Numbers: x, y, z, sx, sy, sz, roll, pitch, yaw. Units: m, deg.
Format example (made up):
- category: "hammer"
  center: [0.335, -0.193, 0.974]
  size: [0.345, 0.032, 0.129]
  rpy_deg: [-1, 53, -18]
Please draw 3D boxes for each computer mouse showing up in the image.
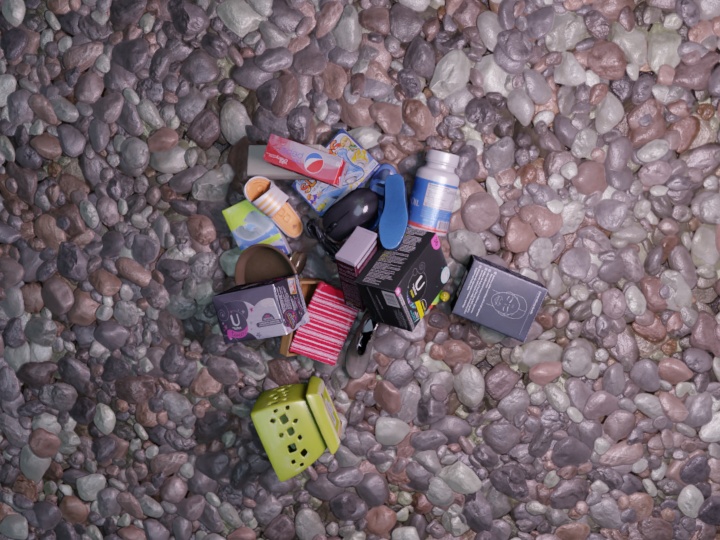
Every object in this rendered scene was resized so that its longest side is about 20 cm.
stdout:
- category: "computer mouse"
  center: [-0.039, -0.124, 1.631]
  size: [0.200, 0.053, 0.139]
  rpy_deg: [-42, 80, 17]

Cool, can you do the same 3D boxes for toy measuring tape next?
- category: "toy measuring tape"
  center: [0.133, 0.060, 1.707]
  size: [0.198, 0.074, 0.074]
  rpy_deg: [6, 99, 4]

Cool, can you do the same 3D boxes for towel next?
- category: "towel"
  center: [-0.086, 0.141, 1.721]
  size: [0.144, 0.022, 0.201]
  rpy_deg: [24, 92, -27]

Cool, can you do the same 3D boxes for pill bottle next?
- category: "pill bottle"
  center: [0.183, -0.195, 1.643]
  size: [0.111, 0.112, 0.202]
  rpy_deg: [14, 99, 3]

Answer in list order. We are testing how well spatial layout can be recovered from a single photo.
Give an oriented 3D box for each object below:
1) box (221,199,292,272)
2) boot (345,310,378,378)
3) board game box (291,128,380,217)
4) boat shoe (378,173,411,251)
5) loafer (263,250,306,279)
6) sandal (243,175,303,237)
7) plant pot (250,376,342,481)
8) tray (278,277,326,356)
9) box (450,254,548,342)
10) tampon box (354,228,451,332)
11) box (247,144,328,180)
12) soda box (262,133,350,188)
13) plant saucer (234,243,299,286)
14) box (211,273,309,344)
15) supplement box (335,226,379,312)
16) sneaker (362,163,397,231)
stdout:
- category: "box"
  center: [-0.268, -0.091, 1.735]
  size: [0.121, 0.048, 0.201]
  rpy_deg: [-25, 95, 7]
- category: "boot"
  center: [0.000, 0.201, 1.711]
  size: [0.067, 0.131, 0.202]
  rpy_deg: [18, 100, 3]
- category: "board game box"
  center: [-0.063, -0.244, 1.686]
  size: [0.135, 0.034, 0.200]
  rpy_deg: [45, 100, 10]
- category: "boat shoe"
  center: [0.092, -0.136, 1.604]
  size: [0.083, 0.069, 0.202]
  rpy_deg: [6, 69, 14]
- category: "loafer"
  center: [-0.215, 0.022, 1.729]
  size: [0.067, 0.076, 0.201]
  rpy_deg: [39, 106, 6]
- category: "sandal"
  center: [-0.205, -0.161, 1.671]
  size: [0.207, 0.059, 0.079]
  rpy_deg: [45, 73, -33]
- category: "plant pot"
  center: [-0.156, 0.401, 1.729]
  size: [0.180, 0.199, 0.202]
  rpy_deg: [-22, 96, 3]
- category: "tray"
  center: [-0.153, 0.121, 1.731]
  size: [0.037, 0.098, 0.202]
  rpy_deg: [18, 101, 38]
- category: "box"
  center: [0.348, 0.068, 1.668]
  size: [0.198, 0.107, 0.150]
  rpy_deg: [23, 100, 3]
- category: "tampon box"
  center: [0.108, 0.018, 1.603]
  size: [0.125, 0.200, 0.151]
  rpy_deg: [14, 143, 38]
- category: "box"
  center: [-0.183, -0.273, 1.666]
  size: [0.198, 0.068, 0.083]
  rpy_deg: [4, 89, 17]
- category: "soda box"
  center: [-0.131, -0.263, 1.581]
  size: [0.198, 0.063, 0.071]
  rpy_deg: [21, 94, 15]
- category: "plant saucer"
  center: [-0.236, 0.027, 1.686]
  size: [0.198, 0.029, 0.202]
  rpy_deg: [8, 107, 27]
- category: "box"
  center: [-0.248, 0.098, 1.629]
  size: [0.198, 0.115, 0.133]
  rpy_deg: [-11, 98, 30]
- category: "supplement box"
  center: [0.000, 0.000, 1.635]
  size: [0.060, 0.201, 0.109]
  rpy_deg: [22, 57, 24]
- category: "sneaker"
  center: [0.042, -0.175, 1.675]
  size: [0.073, 0.082, 0.202]
  rpy_deg: [21, 98, 3]
